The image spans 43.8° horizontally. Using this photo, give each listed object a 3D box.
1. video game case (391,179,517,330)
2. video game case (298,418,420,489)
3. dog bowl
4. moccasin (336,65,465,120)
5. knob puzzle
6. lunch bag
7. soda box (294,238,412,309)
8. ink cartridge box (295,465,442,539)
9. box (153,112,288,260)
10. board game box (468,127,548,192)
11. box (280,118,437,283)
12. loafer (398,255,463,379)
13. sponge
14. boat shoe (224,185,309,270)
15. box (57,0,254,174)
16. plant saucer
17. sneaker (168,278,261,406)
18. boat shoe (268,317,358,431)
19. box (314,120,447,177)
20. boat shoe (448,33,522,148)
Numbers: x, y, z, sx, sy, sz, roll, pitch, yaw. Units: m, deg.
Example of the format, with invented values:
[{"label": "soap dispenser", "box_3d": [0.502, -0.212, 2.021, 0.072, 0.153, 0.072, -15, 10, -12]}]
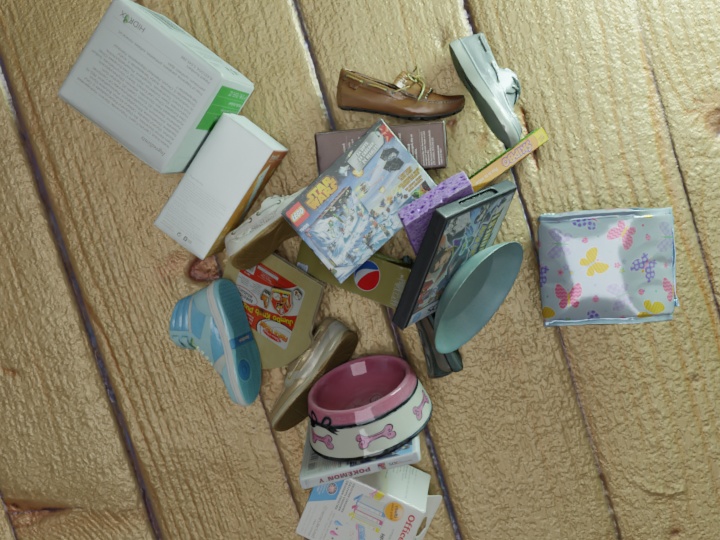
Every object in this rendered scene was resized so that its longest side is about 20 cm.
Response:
[{"label": "video game case", "box_3d": [0.136, -0.023, 1.294, 0.025, 0.179, 0.202, 39, 130, 25]}, {"label": "video game case", "box_3d": [0.002, 0.250, 1.369, 0.179, 0.201, 0.023, -15, 110, 8]}, {"label": "dog bowl", "box_3d": [0.007, 0.200, 1.354, 0.196, 0.201, 0.075, -14, 110, 8]}, {"label": "moccasin", "box_3d": [0.062, -0.274, 1.369, 0.197, 0.074, 0.079, 11, 106, 14]}, {"label": "knob puzzle", "box_3d": [-0.150, 0.066, 1.430, 0.216, 0.030, 0.224, 8, 106, 28]}, {"label": "lunch bag", "box_3d": [0.368, -0.005, 1.338, 0.196, 0.127, 0.173, -4, 94, 16]}, {"label": "soda box", "box_3d": [0.000, 0.000, 1.370, 0.197, 0.067, 0.065, 21, 99, 27]}, {"label": "ink cartridge box", "box_3d": [0.019, 0.372, 1.412, 0.197, 0.125, 0.131, 23, 105, 3]}, {"label": "box", "box_3d": [-0.212, -0.131, 1.384, 0.097, 0.124, 0.202, 35, 99, 1]}, {"label": "board game box", "box_3d": [0.192, -0.147, 1.353, 0.198, 0.096, 0.030, -33, 93, 9]}, {"label": "box", "box_3d": [0.000, -0.100, 1.299, 0.199, 0.040, 0.137, -41, 95, 3]}, {"label": "loafer", "box_3d": [0.093, 0.078, 1.405, 0.062, 0.072, 0.203, -26, 95, 14]}, {"label": "sponge", "box_3d": [0.124, -0.061, 1.320, 0.110, 0.200, 0.030, -32, 62, -1]}, {"label": "boat shoe", "box_3d": [-0.125, -0.085, 1.366, 0.198, 0.071, 0.070, -33, 56, 2]}, {"label": "box", "box_3d": [-0.298, -0.270, 1.338, 0.199, 0.199, 0.172, 37, 100, 1]}, {"label": "plant saucer", "box_3d": [0.167, 0.032, 1.341, 0.039, 0.200, 0.203, 39, 100, 27]}, {"label": "sneaker", "box_3d": [-0.237, 0.125, 1.429, 0.129, 0.079, 0.204, -17, 84, 26]}, {"label": "boat shoe", "box_3d": [-0.085, 0.165, 1.436, 0.069, 0.074, 0.201, 40, 92, 33]}, {"label": "box", "box_3d": [0.034, -0.182, 1.364, 0.196, 0.100, 0.077, -3, 97, 7]}, {"label": "boat shoe", "box_3d": [0.199, -0.274, 1.321, 0.071, 0.070, 0.203, -25, 64, 1]}]
